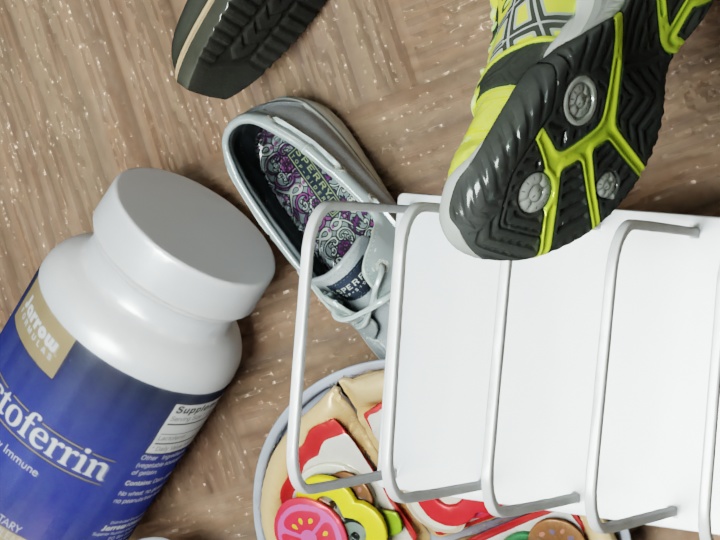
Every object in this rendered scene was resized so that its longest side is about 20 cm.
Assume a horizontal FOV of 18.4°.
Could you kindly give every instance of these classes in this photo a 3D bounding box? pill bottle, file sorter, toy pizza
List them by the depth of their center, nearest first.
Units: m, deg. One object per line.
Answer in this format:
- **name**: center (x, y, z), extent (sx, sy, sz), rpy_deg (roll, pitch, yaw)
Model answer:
- **file sorter**: center (0.080, 0.040, 0.956), extent (0.200, 0.124, 0.139), rpy_deg (5, 92, 27)
- **toy pizza**: center (0.035, 0.137, 1.089), extent (0.200, 0.032, 0.200), rpy_deg (9, 116, 20)
- **pill bottle**: center (-0.132, 0.053, 1.153), extent (0.116, 0.116, 0.200), rpy_deg (41, 114, 18)

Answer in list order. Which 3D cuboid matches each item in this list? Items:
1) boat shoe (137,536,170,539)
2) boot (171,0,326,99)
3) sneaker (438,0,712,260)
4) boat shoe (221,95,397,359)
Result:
- **boat shoe**: center (-0.062, 0.225, 1.173), extent (0.200, 0.074, 0.065), rpy_deg (50, 150, 6)
- **boot**: center (-0.069, -0.201, 1.112), extent (0.138, 0.077, 0.200), rpy_deg (35, 99, 25)
- **sneaker**: center (0.083, -0.087, 0.912), extent (0.076, 0.075, 0.200), rpy_deg (10, 59, 42)
- **boat shoe**: center (0.000, -0.001, 1.094), extent (0.070, 0.071, 0.201), rpy_deg (-45, 77, 26)
